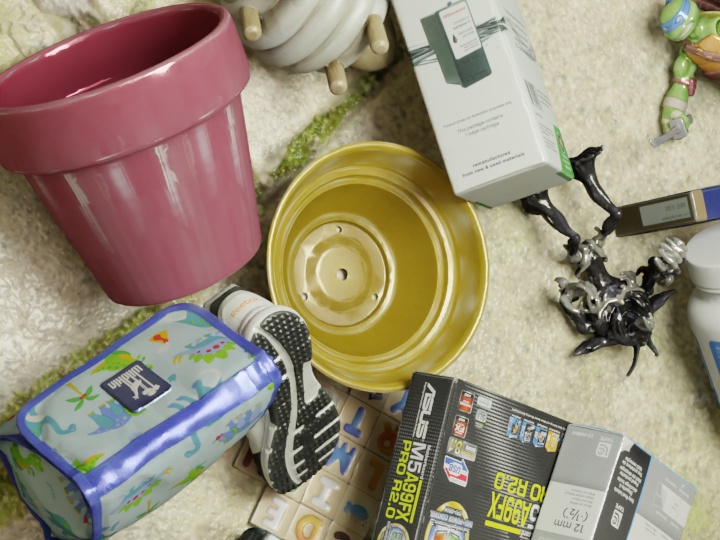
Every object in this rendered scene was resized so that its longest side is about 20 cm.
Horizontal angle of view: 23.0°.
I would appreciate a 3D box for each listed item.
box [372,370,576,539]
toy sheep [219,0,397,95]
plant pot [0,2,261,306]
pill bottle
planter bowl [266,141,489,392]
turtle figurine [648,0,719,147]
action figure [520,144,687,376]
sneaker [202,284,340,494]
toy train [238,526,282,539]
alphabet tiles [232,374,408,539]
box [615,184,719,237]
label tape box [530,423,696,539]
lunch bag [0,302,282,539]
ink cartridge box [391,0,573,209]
[{"bbox_3d":[0.097,0.182,1.449,0.200,0.044,0.161,25,76,-49],"label":"box"},{"bbox_3d":[-0.048,-0.221,1.417,0.200,0.138,0.138,34,71,-33],"label":"toy sheep"},{"bbox_3d":[-0.161,-0.081,1.326,0.200,0.200,0.180,-31,115,-25],"label":"plant pot"},{"bbox_3d":[0.356,0.058,1.575,0.112,0.112,0.201,-36,117,-24],"label":"pill bottle"},{"bbox_3d":[0.000,0.000,1.446,0.200,0.083,0.201,2,84,-25],"label":"planter bowl"},{"bbox_3d":[0.351,-0.155,1.604,0.193,0.200,0.144,24,109,-26],"label":"turtle figurine"},{"bbox_3d":[0.216,0.000,1.543,0.119,0.102,0.200,-31,99,-11],"label":"action figure"},{"bbox_3d":[-0.071,0.090,1.379,0.074,0.080,0.201,-33,135,-27],"label":"sneaker"},{"bbox_3d":[-0.086,0.298,1.383,0.114,0.085,0.200,36,73,-6],"label":"toy train"},{"bbox_3d":[-0.004,0.162,1.472,0.200,0.008,0.168,31,73,-21],"label":"alphabet tiles"},{"bbox_3d":[0.343,-0.066,1.600,0.199,0.121,0.033,-13,90,-26],"label":"box"},{"bbox_3d":[0.204,0.250,1.505,0.143,0.066,0.201,37,66,-46],"label":"label tape box"},{"bbox_3d":[-0.162,0.116,1.291,0.170,0.200,0.128,-35,101,-24],"label":"lunch bag"},{"bbox_3d":[0.099,-0.162,1.454,0.083,0.147,0.201,-19,82,14],"label":"ink cartridge box"}]
